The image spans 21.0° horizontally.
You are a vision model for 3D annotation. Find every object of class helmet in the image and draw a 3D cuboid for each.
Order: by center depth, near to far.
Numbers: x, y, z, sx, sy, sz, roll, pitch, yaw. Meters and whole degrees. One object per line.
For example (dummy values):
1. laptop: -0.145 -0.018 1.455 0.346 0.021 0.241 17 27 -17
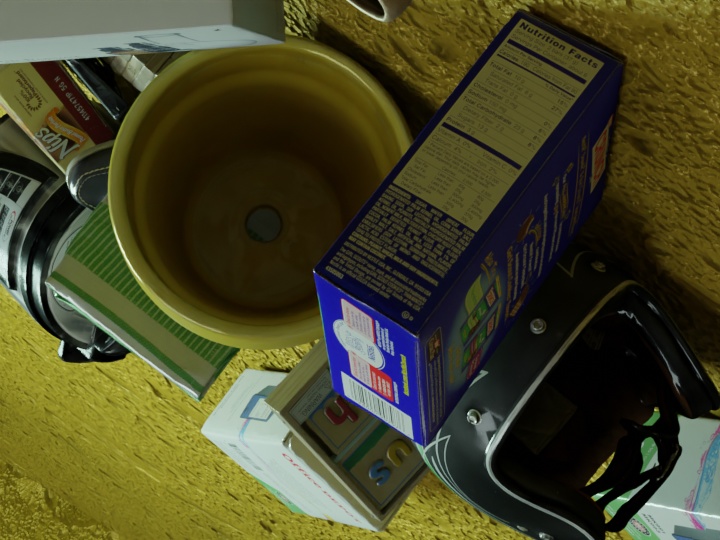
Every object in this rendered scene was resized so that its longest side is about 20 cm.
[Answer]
1. helmet: 0.116 0.072 1.264 0.191 0.200 0.200 45 160 -16

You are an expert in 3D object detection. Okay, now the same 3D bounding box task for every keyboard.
1. keyboard: -0.228 -0.190 1.469 0.200 0.040 0.104 47 176 37

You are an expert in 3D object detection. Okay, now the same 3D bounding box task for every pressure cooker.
1. pressure cooker: -0.216 -0.035 1.591 0.200 0.178 0.176 40 161 42

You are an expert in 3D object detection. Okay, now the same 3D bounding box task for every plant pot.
1. plant pot: -0.066 -0.042 1.322 0.200 0.201 0.189 36 172 2

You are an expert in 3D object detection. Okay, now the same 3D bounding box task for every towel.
1. towel: -0.116 -0.026 1.425 0.152 0.200 0.023 36 166 2

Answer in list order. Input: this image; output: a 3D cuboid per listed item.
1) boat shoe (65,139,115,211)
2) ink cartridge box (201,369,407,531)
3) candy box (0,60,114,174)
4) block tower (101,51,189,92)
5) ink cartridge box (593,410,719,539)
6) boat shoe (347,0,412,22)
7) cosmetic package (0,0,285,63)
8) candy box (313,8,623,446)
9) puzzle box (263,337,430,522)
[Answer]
1. boat shoe: -0.123 -0.050 1.462 0.199 0.063 0.073 8 129 -9
2. ink cartridge box: -0.049 0.179 1.959 0.145 0.088 0.200 44 163 -20
3. candy box: -0.282 -0.170 1.535 0.200 0.055 0.116 44 171 44
4. block tower: -0.175 -0.183 1.387 0.200 0.054 0.058 40 161 -7
5. ink cartridge box: 0.283 0.180 1.372 0.145 0.088 0.200 46 158 -23
6. boat shoe: -0.048 -0.207 1.078 0.200 0.065 0.071 31 161 18
7. cosmetic package: -0.157 -0.158 1.173 0.199 0.052 0.151 -3 180 10
8. candy box: 0.063 -0.022 1.105 0.077 0.200 0.169 33 160 17
9. puzzle box: 0.041 0.063 1.352 0.133 0.200 0.025 49 170 -34
